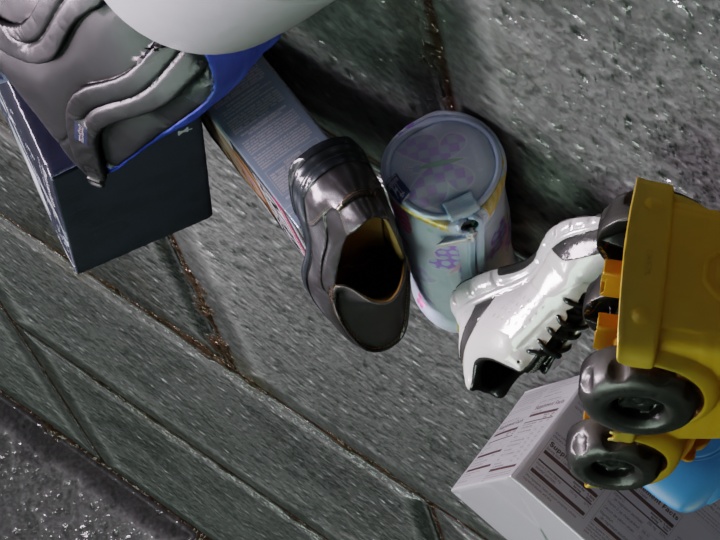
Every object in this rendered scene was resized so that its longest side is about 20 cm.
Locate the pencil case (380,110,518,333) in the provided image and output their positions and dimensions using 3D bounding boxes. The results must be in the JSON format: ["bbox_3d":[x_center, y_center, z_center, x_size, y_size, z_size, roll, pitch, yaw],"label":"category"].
[{"bbox_3d":[0.068,-0.030,1.621,0.091,0.083,0.200,51,170,23],"label":"pencil case"}]

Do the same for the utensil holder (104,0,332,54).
[{"bbox_3d":[-0.064,-0.214,1.284,0.170,0.170,0.200,42,166,-9],"label":"utensil holder"}]

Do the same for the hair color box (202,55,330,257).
[{"bbox_3d":[-0.055,-0.081,1.687,0.200,0.060,0.099,52,174,37],"label":"hair color box"}]

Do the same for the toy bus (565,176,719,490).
[{"bbox_3d":[0.225,0.052,1.397,0.191,0.136,0.200,8,149,2],"label":"toy bus"}]

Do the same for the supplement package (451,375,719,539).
[{"bbox_3d":[0.199,0.193,1.876,0.200,0.111,0.156,42,163,-6],"label":"supplement package"}]

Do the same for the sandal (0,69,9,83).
[{"bbox_3d":[-0.227,-0.191,1.617,0.083,0.203,0.050,49,146,-9],"label":"sandal"}]

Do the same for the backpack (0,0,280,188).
[{"bbox_3d":[-0.140,-0.182,1.518,0.163,0.168,0.200,47,149,-12],"label":"backpack"}]

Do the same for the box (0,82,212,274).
[{"bbox_3d":[-0.204,-0.135,1.735,0.197,0.123,0.200,62,170,18],"label":"box"}]

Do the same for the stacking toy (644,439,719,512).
[{"bbox_3d":[0.205,0.091,1.646,0.110,0.116,0.200,40,175,-10],"label":"stacking toy"}]

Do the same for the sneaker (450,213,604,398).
[{"bbox_3d":[0.133,0.025,1.539,0.073,0.081,0.200,15,150,-27],"label":"sneaker"}]

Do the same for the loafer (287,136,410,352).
[{"bbox_3d":[0.000,0.000,1.586,0.072,0.072,0.200,57,173,38],"label":"loafer"}]
